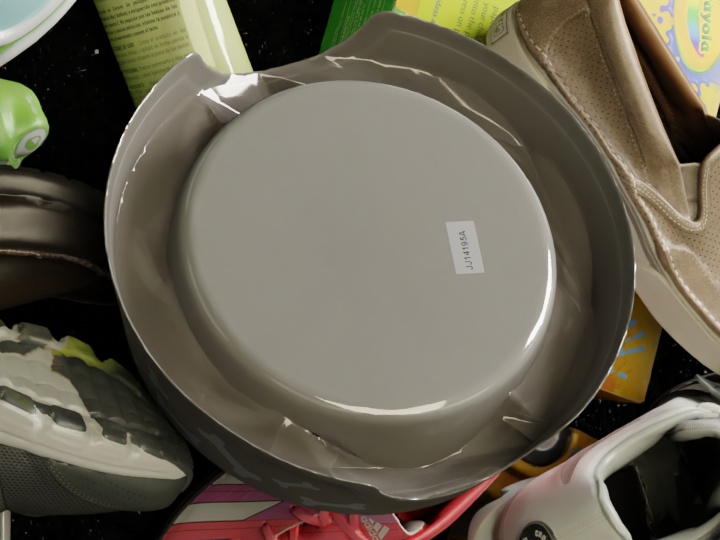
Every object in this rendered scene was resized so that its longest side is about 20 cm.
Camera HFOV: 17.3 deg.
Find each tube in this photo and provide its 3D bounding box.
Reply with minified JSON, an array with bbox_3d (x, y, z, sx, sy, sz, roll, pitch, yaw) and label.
[{"bbox_3d":[-0.080,-0.111,0.955,0.058,0.052,0.201,-21,102,4],"label":"tube"}]

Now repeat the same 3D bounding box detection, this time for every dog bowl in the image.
[{"bbox_3d":[0.000,0.000,0.884,0.198,0.059,0.201,6,61,-11],"label":"dog bowl"}]

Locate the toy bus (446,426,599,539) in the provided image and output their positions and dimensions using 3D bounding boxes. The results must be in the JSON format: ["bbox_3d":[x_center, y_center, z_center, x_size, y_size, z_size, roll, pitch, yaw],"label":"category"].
[{"bbox_3d":[0.107,0.119,1.043,0.199,0.065,0.079,29,78,-23],"label":"toy bus"}]

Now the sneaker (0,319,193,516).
[{"bbox_3d":[-0.160,0.064,0.854,0.199,0.075,0.085,13,113,-18],"label":"sneaker"}]

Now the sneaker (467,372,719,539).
[{"bbox_3d":[0.140,0.084,0.968,0.199,0.088,0.074,-26,84,-43],"label":"sneaker"}]

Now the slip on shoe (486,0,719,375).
[{"bbox_3d":[0.132,-0.037,0.966,0.200,0.060,0.076,53,31,-10],"label":"slip on shoe"}]

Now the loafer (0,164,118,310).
[{"bbox_3d":[-0.177,0.001,0.899,0.198,0.073,0.072,4,73,-16],"label":"loafer"}]

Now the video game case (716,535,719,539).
[{"bbox_3d":[0.163,0.132,0.973,0.200,0.019,0.143,-53,154,-13],"label":"video game case"}]

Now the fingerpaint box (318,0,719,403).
[{"bbox_3d":[0.063,-0.062,1.020,0.166,0.073,0.201,19,81,-24],"label":"fingerpaint box"}]

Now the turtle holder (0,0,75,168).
[{"bbox_3d":[-0.158,-0.122,0.876,0.131,0.141,0.187,-19,96,-26],"label":"turtle holder"}]

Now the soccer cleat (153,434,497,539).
[{"bbox_3d":[-0.013,0.099,0.947,0.200,0.073,0.068,-38,114,6],"label":"soccer cleat"}]

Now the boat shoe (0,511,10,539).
[{"bbox_3d":[-0.164,0.126,0.906,0.072,0.068,0.202,11,84,-25],"label":"boat shoe"}]
